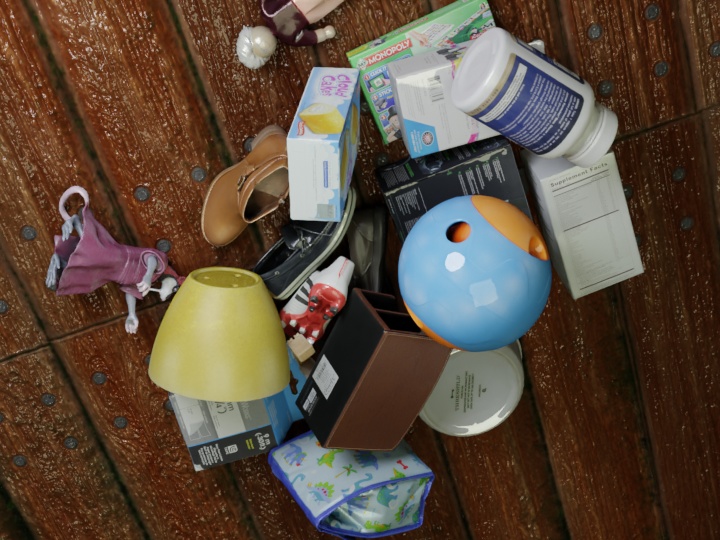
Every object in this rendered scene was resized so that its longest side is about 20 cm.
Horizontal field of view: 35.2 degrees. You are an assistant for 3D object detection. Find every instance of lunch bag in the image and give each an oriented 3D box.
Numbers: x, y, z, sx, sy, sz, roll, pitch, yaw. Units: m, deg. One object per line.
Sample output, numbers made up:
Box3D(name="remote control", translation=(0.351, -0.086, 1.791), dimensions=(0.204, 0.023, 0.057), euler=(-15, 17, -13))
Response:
Box3D(name="lunch bag", translation=(-0.018, 0.312, 1.692), dimensions=(0.198, 0.170, 0.129), euler=(-3, 118, -32))

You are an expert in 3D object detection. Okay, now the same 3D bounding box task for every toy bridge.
Box3D(name="toy bridge", translation=(-0.064, 0.155, 1.662), dimensions=(0.027, 0.067, 0.201), euler=(-38, 139, -10))

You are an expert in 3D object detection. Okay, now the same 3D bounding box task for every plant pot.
Box3D(name="plant pot", translation=(-0.190, 0.077, 1.571), dimensions=(0.197, 0.200, 0.144), euler=(3, 105, -11))

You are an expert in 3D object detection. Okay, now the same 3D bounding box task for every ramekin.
Box3D(name="ramekin", translation=(0.157, 0.159, 1.716), dimensions=(0.200, 0.094, 0.205), euler=(-4, 118, -8))

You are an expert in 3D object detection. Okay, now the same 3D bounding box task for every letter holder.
Box3D(name="letter holder", translation=(0.023, 0.143, 1.585), dimensions=(0.141, 0.101, 0.201), euler=(10, 118, -37))

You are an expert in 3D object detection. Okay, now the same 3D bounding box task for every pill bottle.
Box3D(name="pill bottle", translation=(0.222, -0.209, 1.421), dimensions=(0.199, 0.111, 0.112), euler=(26, 110, -21))

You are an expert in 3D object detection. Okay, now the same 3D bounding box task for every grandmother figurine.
Box3D(name="grandmother figurine", translation=(-0.081, -0.335, 1.447), dimensions=(0.200, 0.061, 0.121), euler=(-40, 107, 8))

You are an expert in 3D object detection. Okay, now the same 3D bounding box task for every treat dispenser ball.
Box3D(name="treat dispenser ball", translation=(0.148, 0.004, 1.469), dimensions=(0.198, 0.201, 0.203), euler=(-4, 118, -7))

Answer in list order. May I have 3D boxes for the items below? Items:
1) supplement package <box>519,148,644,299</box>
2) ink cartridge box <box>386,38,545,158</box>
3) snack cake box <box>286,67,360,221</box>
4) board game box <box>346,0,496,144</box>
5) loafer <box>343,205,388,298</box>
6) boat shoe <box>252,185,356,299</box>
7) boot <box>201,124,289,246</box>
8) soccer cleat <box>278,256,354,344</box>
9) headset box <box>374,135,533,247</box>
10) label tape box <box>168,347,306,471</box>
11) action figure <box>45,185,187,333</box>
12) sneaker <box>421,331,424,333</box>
Box3D(name="supplement package", translation=(0.314, -0.084, 1.609), dimensions=(0.113, 0.110, 0.202), euler=(-20, 119, 2))
Box3D(name="ink cartridge box", translation=(0.145, -0.236, 1.495), dimensions=(0.198, 0.068, 0.116), euler=(-15, 119, -2))
Box3D(name="snack cake box", translation=(-0.044, -0.164, 1.447), dimensions=(0.066, 0.201, 0.116), euler=(3, 126, 6))
Box3D(name="board game box", translation=(0.097, -0.271, 1.524), dimensions=(0.198, 0.029, 0.136), euler=(-24, 118, 3))
Box3D(name="loafer", translation=(0.000, 0.000, 1.631), dimensions=(0.070, 0.073, 0.202), euler=(6, 109, 7))
Box3D(name="boat shoe", translation=(-0.078, -0.044, 1.586), dimensions=(0.062, 0.075, 0.200), euler=(31, 113, -28))
Box3D(name="boot", translation=(-0.151, -0.092, 1.502), dimensions=(0.073, 0.155, 0.201), euler=(25, 110, -20))
Box3D(name="soccer cleat", translation=(-0.062, 0.044, 1.606), dimensions=(0.068, 0.086, 0.200), euler=(32, 151, -7))
Box3D(name="headset box", translation=(0.143, -0.088, 1.588), dimensions=(0.198, 0.093, 0.175), euler=(-22, 118, 2))
Box3D(name="label tape box", translation=(-0.173, 0.203, 1.700), dimensions=(0.198, 0.063, 0.146), euler=(-15, 119, -1))
Box3D(name="action figure", translation=(-0.330, -0.009, 1.566), dimensions=(0.198, 0.150, 0.134), euler=(11, 146, -34))
Box3D(name="sneaker", translation=(0.028, 0.117, 1.685), dimensions=(0.198, 0.092, 0.078), euler=(-16, 126, 28))
